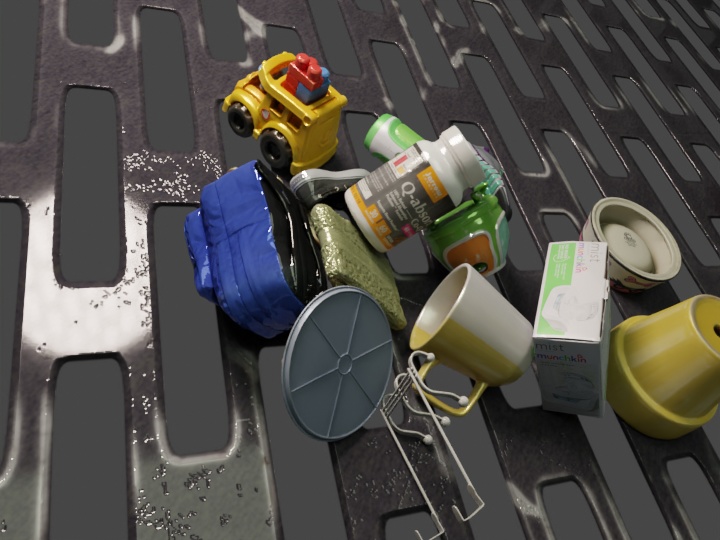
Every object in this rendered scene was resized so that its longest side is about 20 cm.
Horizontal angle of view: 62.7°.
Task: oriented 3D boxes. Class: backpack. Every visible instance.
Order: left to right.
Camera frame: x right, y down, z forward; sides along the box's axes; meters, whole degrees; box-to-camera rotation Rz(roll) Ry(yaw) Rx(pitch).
[{"bbox_3d":[-0.137,-0.009,0.801,0.162,0.167,0.202,31,34,-63],"label":"backpack"}]

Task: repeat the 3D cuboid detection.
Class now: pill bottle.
[{"bbox_3d":[0.084,-0.125,0.907,0.199,0.116,0.117,-33,65,11],"label":"pill bottle"}]

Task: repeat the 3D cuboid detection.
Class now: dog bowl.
[{"bbox_3d":[0.519,-0.044,1.159,0.198,0.074,0.202,11,52,-14],"label":"dog bowl"}]

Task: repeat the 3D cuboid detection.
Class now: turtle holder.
[{"bbox_3d":[0.182,-0.058,1.004,0.140,0.186,0.133,-31,95,-2],"label":"turtle holder"}]

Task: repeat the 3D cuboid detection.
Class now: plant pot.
[{"bbox_3d":[0.514,0.141,0.947,0.198,0.189,0.202,11,52,-14],"label":"plant pot"}]

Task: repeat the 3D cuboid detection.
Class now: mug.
[{"bbox_3d":[0.166,0.108,0.884,0.152,0.187,0.150,34,17,-7],"label":"mug"}]

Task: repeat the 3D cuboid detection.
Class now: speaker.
[{"bbox_3d":[0.104,-0.201,1.094,0.199,0.089,0.088,39,51,8],"label":"speaker"}]

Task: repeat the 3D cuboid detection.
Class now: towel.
[{"bbox_3d":[0.000,0.000,0.872,0.200,0.036,0.149,39,27,-47],"label":"towel"}]

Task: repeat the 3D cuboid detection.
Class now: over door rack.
[{"bbox_3d":[0.092,0.221,0.742,0.066,0.148,0.202,-6,58,-19],"label":"over door rack"}]

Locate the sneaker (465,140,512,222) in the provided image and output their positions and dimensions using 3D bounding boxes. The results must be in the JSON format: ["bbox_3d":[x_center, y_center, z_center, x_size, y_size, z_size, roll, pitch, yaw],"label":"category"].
[{"bbox_3d":[0.260,-0.176,1.149,0.087,0.075,0.201,-4,57,-30],"label":"sneaker"}]

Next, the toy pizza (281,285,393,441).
[{"bbox_3d":[-0.030,0.120,0.774,0.199,0.032,0.203,-6,98,-46],"label":"toy pizza"}]

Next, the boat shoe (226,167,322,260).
[{"bbox_3d":[-0.127,-0.093,0.934,0.200,0.073,0.063,42,44,-4],"label":"boat shoe"}]

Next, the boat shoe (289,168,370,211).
[{"bbox_3d":[-0.037,-0.126,0.970,0.199,0.068,0.057,-11,68,-54],"label":"boat shoe"}]

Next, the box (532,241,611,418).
[{"bbox_3d":[0.332,0.087,0.906,0.096,0.177,0.201,1,45,26],"label":"box"}]

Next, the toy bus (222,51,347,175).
[{"bbox_3d":[-0.123,-0.294,0.999,0.200,0.193,0.136,40,52,11],"label":"toy bus"}]
